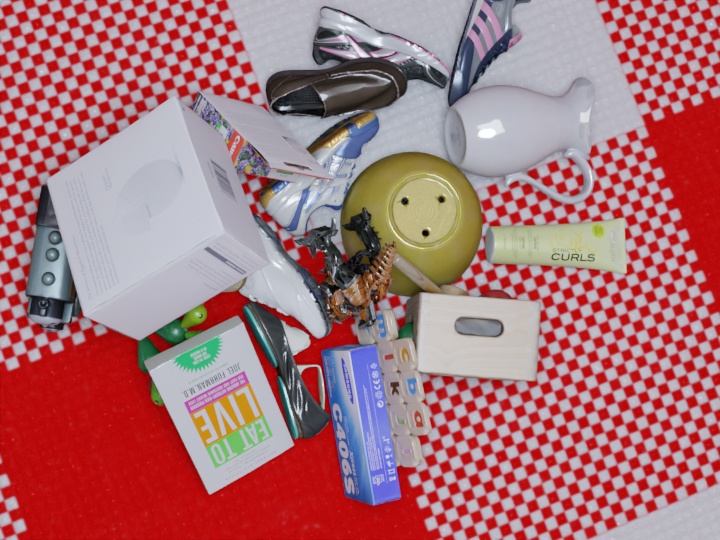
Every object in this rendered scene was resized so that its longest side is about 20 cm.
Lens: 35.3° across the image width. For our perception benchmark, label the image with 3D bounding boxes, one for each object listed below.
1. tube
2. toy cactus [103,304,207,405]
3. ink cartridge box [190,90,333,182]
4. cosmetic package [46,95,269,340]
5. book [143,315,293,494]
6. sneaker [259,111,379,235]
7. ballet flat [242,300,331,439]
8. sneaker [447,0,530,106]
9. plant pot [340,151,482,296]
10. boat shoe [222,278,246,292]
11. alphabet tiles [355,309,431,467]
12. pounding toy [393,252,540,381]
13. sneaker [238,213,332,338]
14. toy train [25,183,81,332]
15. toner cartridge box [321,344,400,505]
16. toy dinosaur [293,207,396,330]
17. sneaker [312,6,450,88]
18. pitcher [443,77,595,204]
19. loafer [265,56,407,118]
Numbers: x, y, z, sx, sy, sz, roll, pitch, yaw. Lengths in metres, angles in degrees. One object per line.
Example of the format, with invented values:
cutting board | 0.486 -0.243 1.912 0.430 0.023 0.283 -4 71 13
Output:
tube | 0.273 -0.036 1.566 0.198 0.052 0.058 1 125 -9
toy cactus | -0.261 0.073 1.503 0.164 0.102 0.202 12 86 16
ink cartridge box | -0.131 -0.156 1.460 0.200 0.108 0.051 47 118 39
cosmetic package | -0.244 -0.059 1.355 0.199 0.123 0.201 -29 62 12
book | -0.179 0.173 1.467 0.133 0.048 0.201 -27 118 -11
sneaker | -0.042 -0.131 1.545 0.200 0.075 0.088 -41 107 -5
ballet flat | -0.093 0.126 1.517 0.068 0.068 0.202 -23 97 -16
sneaker | 0.179 -0.315 1.569 0.081 0.070 0.202 19 85 0
plant pot | 0.076 -0.071 1.504 0.198 0.142 0.202 0 85 -5
boat shoe | -0.238 -0.021 1.437 0.199 0.063 0.074 15 103 26
alphabet tiles | 0.036 0.152 1.461 0.014 0.195 0.202 -9 85 -25
pounding toy | 0.123 0.066 1.474 0.198 0.184 0.144 5 84 -4
sneaker | -0.115 0.017 1.527 0.087 0.074 0.200 -42 85 8
toy train | -0.393 -0.021 1.476 0.084 0.114 0.202 10 84 -3
toner cartridge box | 0.000 0.200 1.486 0.043 0.095 0.202 -10 90 -25
toy dinosaur | 0.000 0.000 1.417 0.102 0.199 0.137 -13 77 -49
sneaker | 0.024 -0.288 1.563 0.199 0.080 0.087 23 104 -1
pitcher | 0.223 -0.168 1.541 0.198 0.121 0.173 -9 89 -17
loafer | -0.034 -0.232 1.522 0.198 0.072 0.073 -6 128 14
